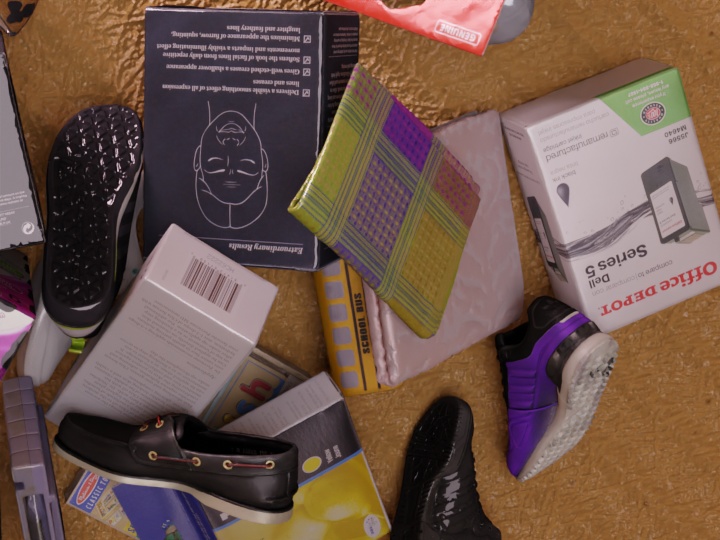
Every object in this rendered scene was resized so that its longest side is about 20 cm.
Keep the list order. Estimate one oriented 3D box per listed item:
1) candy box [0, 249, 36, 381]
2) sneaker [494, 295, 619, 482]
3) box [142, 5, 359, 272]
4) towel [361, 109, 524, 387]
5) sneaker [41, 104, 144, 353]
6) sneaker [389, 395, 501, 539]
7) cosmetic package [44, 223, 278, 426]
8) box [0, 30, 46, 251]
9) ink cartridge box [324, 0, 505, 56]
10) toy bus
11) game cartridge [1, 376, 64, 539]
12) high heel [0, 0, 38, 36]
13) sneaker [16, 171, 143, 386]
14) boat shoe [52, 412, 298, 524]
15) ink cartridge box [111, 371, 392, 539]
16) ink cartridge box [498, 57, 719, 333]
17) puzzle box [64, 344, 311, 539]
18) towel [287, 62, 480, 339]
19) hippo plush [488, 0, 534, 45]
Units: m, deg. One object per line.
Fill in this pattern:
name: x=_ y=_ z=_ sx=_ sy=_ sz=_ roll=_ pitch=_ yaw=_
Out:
candy box: x=-0.324 y=0.004 z=1.329 sx=0.136 sy=0.200 sz=0.061 roll=30 pitch=95 yaw=-18
sneaker: x=0.156 y=0.096 z=1.516 sx=0.069 sy=0.100 sz=0.200 roll=-28 pitch=150 yaw=-36
box: x=-0.086 y=-0.108 z=1.375 sx=0.148 sy=0.107 sz=0.201 roll=4 pitch=99 yaw=15
towel: x=0.065 y=-0.022 z=1.444 sx=0.200 sy=0.032 sz=0.192 roll=-24 pitch=109 yaw=-48
sneaker: x=-0.215 y=-0.034 z=1.359 sx=0.071 sy=0.083 sz=0.201 roll=9 pitch=65 yaw=0
sneaker: x=0.084 y=0.219 z=1.545 sx=0.104 sy=0.060 sz=0.201 roll=22 pitch=80 yaw=-37
cosmetic package: x=-0.159 y=0.067 z=1.371 sx=0.101 sy=0.071 sz=0.200 roll=32 pitch=131 yaw=-11
box: x=-0.292 y=-0.100 z=1.314 sx=0.079 sy=0.200 sz=0.142 roll=-10 pitch=104 yaw=-10
ink cartridge box: x=0.042 y=-0.281 z=1.359 sx=0.044 sy=0.200 sz=0.174 roll=21 pitch=92 yaw=-59
toy bus: x=0.000 y=0.000 z=1.469 sx=0.078 sy=0.065 sz=0.201 roll=-9 pitch=105 yaw=5
game cartridge: x=-0.258 y=0.200 z=1.402 sx=0.038 sy=0.130 sz=0.201 roll=-7 pitch=122 yaw=-7
high heel: x=-0.345 y=-0.249 z=1.333 sx=0.199 sy=0.071 sz=0.143 roll=-6 pitch=97 yaw=-21
sneaker: x=-0.220 y=0.007 z=1.424 sx=0.088 sy=0.075 sz=0.201 roll=18 pitch=96 yaw=-21
boat shoe: x=-0.142 y=0.138 z=1.339 sx=0.201 sy=0.074 sz=0.063 roll=13 pitch=105 yaw=15
ink cartridge box: x=-0.085 y=0.201 z=1.461 sx=0.200 sy=0.047 sz=0.198 roll=-30 pitch=138 yaw=-10
ink cartridge box: x=0.223 y=-0.063 z=1.500 sx=0.145 sy=0.084 sz=0.201 roll=-22 pitch=107 yaw=-8
puzzle box: x=-0.148 y=0.143 z=1.492 sx=0.133 sy=0.025 sz=0.200 roll=30 pitch=95 yaw=-16
towel: x=0.025 y=-0.050 z=1.352 sx=0.200 sy=0.023 sz=0.144 roll=43 pitch=59 yaw=-43
hippo plush: x=0.125 y=-0.271 z=1.393 sx=0.161 sy=0.159 sz=0.200 roll=-39 pitch=108 yaw=-3
